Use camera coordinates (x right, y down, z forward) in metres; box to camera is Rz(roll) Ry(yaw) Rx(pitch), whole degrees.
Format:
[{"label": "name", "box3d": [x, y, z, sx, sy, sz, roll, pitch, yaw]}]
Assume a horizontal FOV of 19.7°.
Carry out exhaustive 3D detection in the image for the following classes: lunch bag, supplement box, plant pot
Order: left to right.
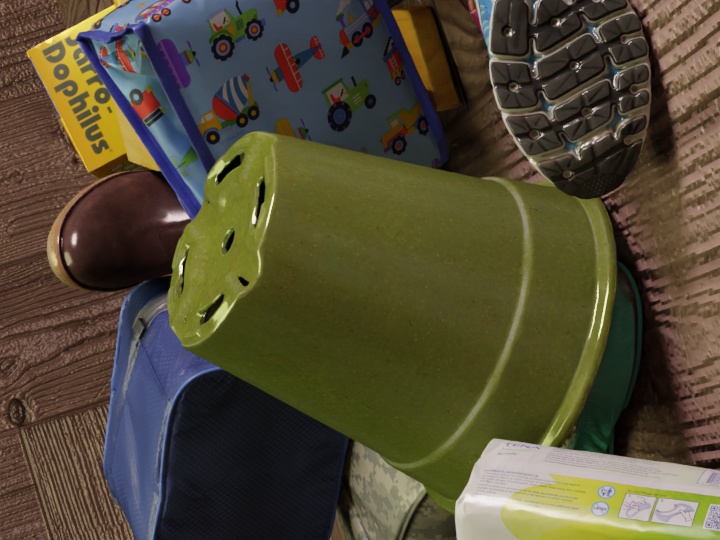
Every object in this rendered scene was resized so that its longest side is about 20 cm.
[{"label": "supplement box", "box3d": [-0.174, -0.133, 1.639, 0.109, 0.109, 0.200, 62, 180, 7]}, {"label": "lunch bag", "box3d": [-0.092, 0.090, 1.359, 0.132, 0.136, 0.200, 50, 135, 51]}, {"label": "lunch bag", "box3d": [-0.041, -0.092, 1.200, 0.094, 0.151, 0.200, 5, 128, 61]}, {"label": "plant pot", "box3d": [0.005, 0.013, 1.126, 0.200, 0.190, 0.200, -45, 34, 43]}, {"label": "lunch bag", "box3d": [0.043, 0.103, 1.380, 0.168, 0.139, 0.200, 87, 162, -54]}]

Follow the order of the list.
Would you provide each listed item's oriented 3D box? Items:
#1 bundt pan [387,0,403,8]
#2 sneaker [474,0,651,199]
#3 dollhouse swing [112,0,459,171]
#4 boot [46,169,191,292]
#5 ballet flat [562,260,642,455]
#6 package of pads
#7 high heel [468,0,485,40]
[{"label": "bundt pan", "box3d": [-0.010, -0.248, 1.268, 0.202, 0.076, 0.202, 57, 160, 34]}, {"label": "sneaker", "box3d": [0.097, -0.130, 1.052, 0.090, 0.078, 0.200, 46, -153, -75]}, {"label": "dollhouse swing", "box3d": [-0.065, -0.174, 1.358, 0.182, 0.200, 0.176, -158, 57, -74]}, {"label": "boot", "box3d": [-0.079, -0.042, 1.298, 0.166, 0.200, 0.072, -9, 99, 43]}, {"label": "ballet flat", "box3d": [0.115, 0.071, 1.184, 0.200, 0.070, 0.067, 91, 159, -53]}, {"label": "package of pads", "box3d": [0.133, 0.186, 1.073, 0.068, 0.154, 0.200, -53, -38, -51]}, {"label": "high heel", "box3d": [0.037, -0.185, 1.130, 0.067, 0.096, 0.200, 148, 105, -77]}]
